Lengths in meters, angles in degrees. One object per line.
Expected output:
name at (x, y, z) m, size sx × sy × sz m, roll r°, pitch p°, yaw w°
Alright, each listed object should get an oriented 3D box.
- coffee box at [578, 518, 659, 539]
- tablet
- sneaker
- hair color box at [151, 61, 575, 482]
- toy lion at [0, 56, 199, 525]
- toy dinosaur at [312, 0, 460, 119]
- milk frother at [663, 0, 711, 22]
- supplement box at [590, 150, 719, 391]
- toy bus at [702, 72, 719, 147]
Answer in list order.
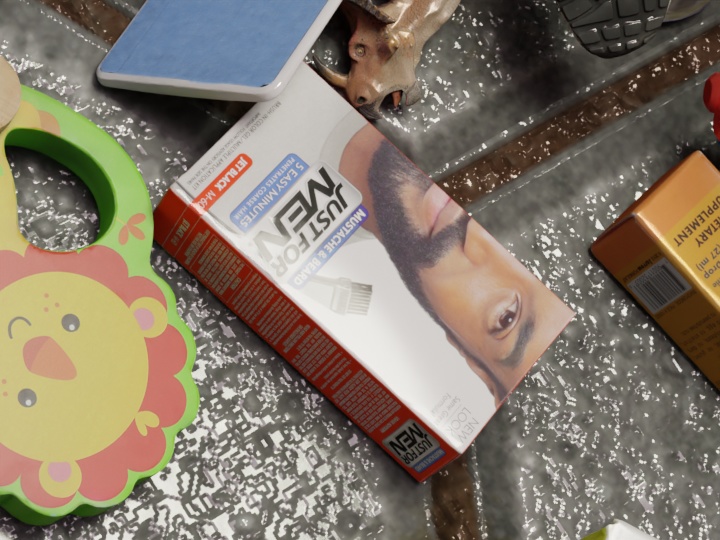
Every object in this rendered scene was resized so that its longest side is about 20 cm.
coffee box at (0.124, 0.262, 0.858) m, size 0.198 × 0.200 × 0.200 m, roll 28°, pitch 63°, yaw -7°
tablet at (-0.047, -0.168, 1.020) m, size 0.200 × 0.130 × 0.014 m, roll -59°, pitch 138°, yaw -26°
sneaker at (0.123, -0.217, 1.044) m, size 0.076 × 0.088 × 0.200 m, roll -14°, pitch 94°, yaw 0°
hair color box at (0.000, 0.000, 0.992) m, size 0.200 × 0.064 × 0.111 m, roll 43°, pitch 62°, yaw -1°
toy lion at (-0.162, 0.016, 0.935) m, size 0.192 × 0.069 × 0.200 m, roll 28°, pitch 63°, yaw -16°
toy dinosaur at (0.026, -0.198, 1.071) m, size 0.135 × 0.086 × 0.200 m, roll -14°, pitch 57°, yaw 8°
milk frother at (0.207, -0.193, 1.059) m, size 0.180 × 0.188 × 0.200 m, roll 26°, pitch 61°, yaw -3°
supplement box at (0.225, 0.033, 1.057) m, size 0.067 × 0.069 × 0.200 m, roll -42°, pitch 90°, yaw -25°
toy bus at (0.290, -0.057, 1.051) m, size 0.192 × 0.136 × 0.200 m, roll 3°, pitch 42°, yaw -13°
